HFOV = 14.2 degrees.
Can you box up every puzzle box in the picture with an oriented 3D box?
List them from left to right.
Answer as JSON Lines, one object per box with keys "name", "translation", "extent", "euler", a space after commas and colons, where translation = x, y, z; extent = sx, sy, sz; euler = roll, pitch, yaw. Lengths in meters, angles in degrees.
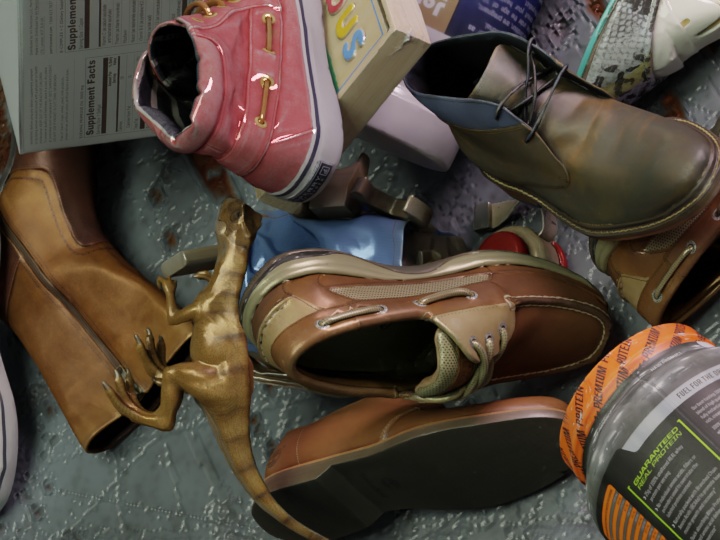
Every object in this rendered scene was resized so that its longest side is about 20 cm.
{"name": "puzzle box", "translation": [-0.029, -0.144, 1.592], "extent": [0.133, 0.025, 0.200], "euler": [-50, 36, 28]}

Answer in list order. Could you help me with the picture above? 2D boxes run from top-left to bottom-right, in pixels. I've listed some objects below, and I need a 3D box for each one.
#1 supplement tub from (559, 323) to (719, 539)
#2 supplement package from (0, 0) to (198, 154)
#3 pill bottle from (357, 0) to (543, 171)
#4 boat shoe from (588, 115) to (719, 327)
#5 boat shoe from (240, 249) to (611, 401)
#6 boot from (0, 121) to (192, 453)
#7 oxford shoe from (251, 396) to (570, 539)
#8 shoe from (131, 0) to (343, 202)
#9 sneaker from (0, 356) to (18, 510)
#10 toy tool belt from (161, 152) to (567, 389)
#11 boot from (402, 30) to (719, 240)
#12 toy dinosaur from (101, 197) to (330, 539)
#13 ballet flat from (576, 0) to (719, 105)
{"name": "supplement tub", "translation": [0.194, 0.120, 1.413], "extent": [0.123, 0.122, 0.200], "euler": [-51, 53, 8]}
{"name": "supplement package", "translation": [-0.167, -0.196, 1.704], "extent": [0.111, 0.156, 0.200], "euler": [-8, 49, -13]}
{"name": "pill bottle", "translation": [0.047, -0.165, 1.628], "extent": [0.116, 0.116, 0.200], "euler": [21, 86, 38]}
{"name": "boat shoe", "translation": [0.211, -0.043, 1.501], "extent": [0.200, 0.076, 0.074], "euler": [-42, 59, 25]}
{"name": "boat shoe", "translation": [0.038, 0.039, 1.505], "extent": [0.074, 0.199, 0.076], "euler": [-117, 34, -51]}
{"name": "boot", "translation": [-0.158, -0.020, 1.747], "extent": [0.188, 0.068, 0.200], "euler": [-49, 53, 10]}
{"name": "oxford shoe", "translation": [0.032, 0.091, 1.576], "extent": [0.200, 0.071, 0.071], "euler": [-13, 44, 26]}
{"name": "shoe", "translation": [-0.072, -0.124, 1.535], "extent": [0.071, 0.091, 0.200], "euler": [-48, 37, 30]}
{"name": "sneaker", "translation": [-0.261, 0.054, 1.753], "extent": [0.078, 0.079, 0.201], "euler": [-5, 91, 43]}
{"name": "toy tool belt", "translation": [0.000, 0.000, 1.594], "extent": [0.200, 0.123, 0.125], "euler": [-10, 68, 32]}
{"name": "boot", "translation": [0.100, -0.071, 1.495], "extent": [0.200, 0.097, 0.075], "euler": [11, 70, 57]}
{"name": "toy dinosaur", "translation": [-0.077, 0.064, 1.550], "extent": [0.106, 0.060, 0.201], "euler": [-6, 94, 30]}
{"name": "ballet flat", "translation": [0.179, -0.165, 1.568], "extent": [0.072, 0.072, 0.201], "euler": [21, 87, 38]}
